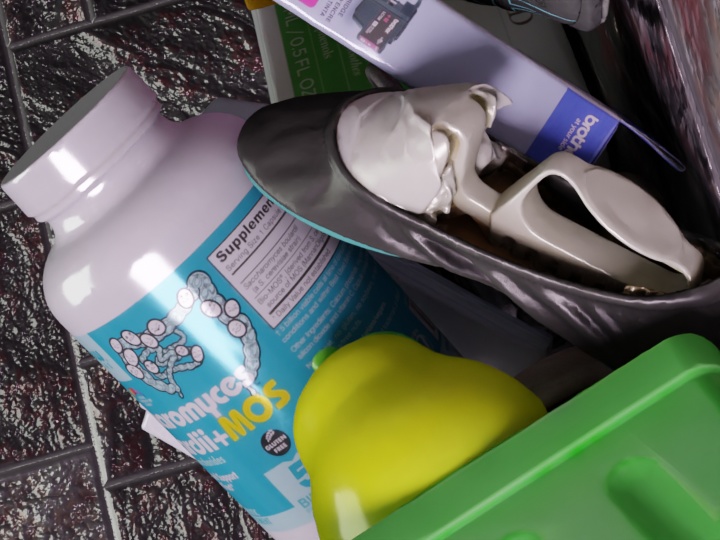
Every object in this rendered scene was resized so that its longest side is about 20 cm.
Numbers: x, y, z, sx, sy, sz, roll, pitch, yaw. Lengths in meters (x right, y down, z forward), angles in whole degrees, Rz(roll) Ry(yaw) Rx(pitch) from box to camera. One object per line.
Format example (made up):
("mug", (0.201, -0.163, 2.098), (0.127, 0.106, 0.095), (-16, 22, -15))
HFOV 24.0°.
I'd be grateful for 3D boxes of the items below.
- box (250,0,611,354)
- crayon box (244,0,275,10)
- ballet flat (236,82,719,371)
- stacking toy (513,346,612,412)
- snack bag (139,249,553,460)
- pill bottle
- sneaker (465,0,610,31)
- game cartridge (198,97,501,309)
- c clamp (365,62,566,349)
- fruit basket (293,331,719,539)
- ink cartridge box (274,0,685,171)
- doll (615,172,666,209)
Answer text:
("box", (0.047, -0.065, 0.988), (0.200, 0.171, 0.200), (72, -177, -48))
("crayon box", (-0.014, -0.214, 0.902), (0.127, 0.199, 0.051), (69, -175, -56))
("ballet flat", (0.050, -0.028, 0.609), (0.068, 0.199, 0.069), (-58, -10, -39))
("stacking toy", (0.123, 0.128, 0.677), (0.200, 0.085, 0.085), (56, 173, 31))
("snack bag", (-0.013, 0.054, 0.794), (0.021, 0.188, 0.200), (-52, -13, -43))
("pill bottle", (-0.051, 0.014, 0.687), (0.200, 0.111, 0.111), (47, -170, -15))
("sneaker", (0.055, -0.128, 0.651), (0.200, 0.079, 0.076), (-73, -16, -87))
("game cartridge", (0.000, 0.000, 0.824), (0.133, 0.041, 0.200), (18, 152, 45))
("c clamp", (0.057, -0.014, 0.759), (0.171, 0.027, 0.200), (52, -179, 19))
("fruit basket", (0.048, 0.109, 0.575), (0.216, 0.215, 0.156), (-100, -16, -65))
("ink cartridge box", (0.031, -0.091, 0.690), (0.199, 0.042, 0.119), (29, -171, -10))
("doll", (0.128, 0.035, 0.783), (0.137, 0.048, 0.201), (-99, -2, -46))
